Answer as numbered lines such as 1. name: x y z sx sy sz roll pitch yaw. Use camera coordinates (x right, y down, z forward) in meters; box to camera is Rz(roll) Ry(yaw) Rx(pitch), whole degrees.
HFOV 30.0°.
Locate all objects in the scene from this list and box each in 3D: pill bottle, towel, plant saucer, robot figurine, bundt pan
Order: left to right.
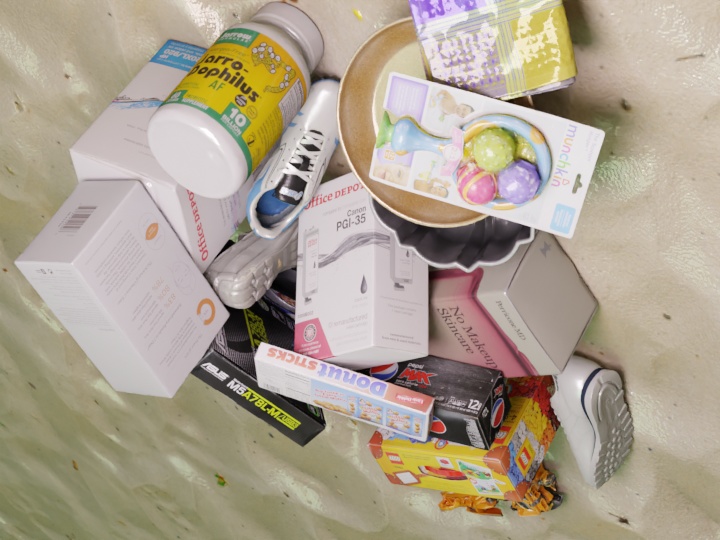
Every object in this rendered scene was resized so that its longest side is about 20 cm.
1. pill bottle: -0.119 -0.178 1.361 0.112 0.201 0.113 23 145 17
2. plant saucer: 0.074 -0.142 1.261 0.198 0.035 0.203 9 113 22
3. bundt pan: 0.103 -0.106 1.327 0.200 0.076 0.204 9 113 21
4. towel: 0.104 -0.241 1.174 0.142 0.023 0.202 -7 107 28
5. robot figurine: 0.174 0.282 1.798 0.199 0.058 0.145 -5 130 45

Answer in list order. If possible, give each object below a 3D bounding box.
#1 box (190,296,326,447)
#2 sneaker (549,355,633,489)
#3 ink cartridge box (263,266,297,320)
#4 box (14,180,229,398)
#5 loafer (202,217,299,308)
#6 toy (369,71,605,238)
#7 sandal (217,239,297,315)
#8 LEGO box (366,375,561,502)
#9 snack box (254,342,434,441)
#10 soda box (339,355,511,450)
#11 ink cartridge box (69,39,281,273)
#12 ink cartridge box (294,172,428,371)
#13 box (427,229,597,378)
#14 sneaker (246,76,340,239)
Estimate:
1. box: -0.133 0.089 1.592 0.047 0.201 0.193 -38 126 15
2. sneaker: 0.268 0.176 1.590 0.080 0.076 0.201 23 141 36
3. ink cartridge box: -0.033 0.048 1.683 0.198 0.047 0.198 8 143 35
4. box: -0.248 0.020 1.422 0.097 0.125 0.201 2 135 39
5. loafer: -0.109 -0.027 1.543 0.069 0.200 0.071 21 126 23
6. toy: 0.106 -0.095 1.206 0.198 0.047 0.116 19 127 9
7. sandal: -0.105 0.019 1.609 0.199 0.043 0.076 25 163 19
8. LEGO box: 0.131 0.191 1.643 0.198 0.149 0.078 0 134 40
9. snack box: -0.018 0.132 1.455 0.198 0.024 0.072 17 150 10
10. soda box: 0.065 0.138 1.511 0.198 0.071 0.064 11 141 30
11. ink cartridge box: -0.198 -0.126 1.494 0.143 0.201 0.148 19 143 21
12. ink cartridge box: 0.000 0.000 1.469 0.082 0.203 0.146 12 162 -37
13. box: 0.138 0.040 1.489 0.199 0.109 0.128 -9 127 47
14. sneaker: -0.064 -0.118 1.456 0.071 0.073 0.201 16 123 -22
